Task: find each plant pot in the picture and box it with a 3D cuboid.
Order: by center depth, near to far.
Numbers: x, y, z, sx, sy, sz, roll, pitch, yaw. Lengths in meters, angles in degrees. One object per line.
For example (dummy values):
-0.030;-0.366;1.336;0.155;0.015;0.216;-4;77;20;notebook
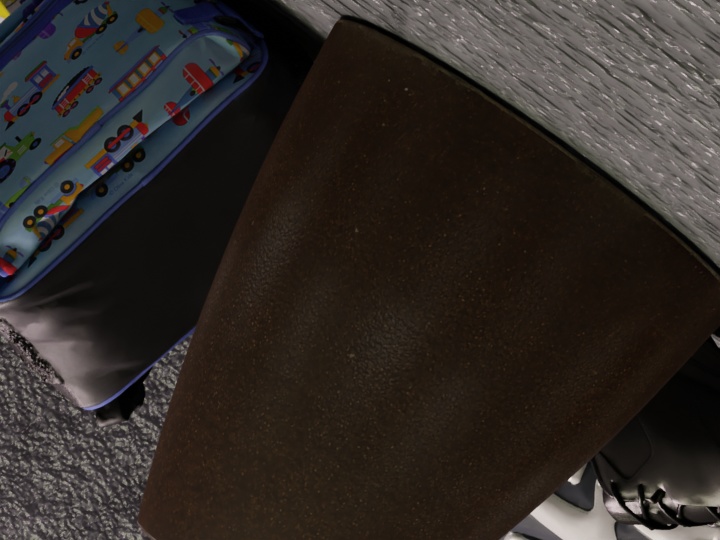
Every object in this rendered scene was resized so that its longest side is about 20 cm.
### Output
0.009;0.040;1.061;0.187;0.200;0.187;36;178;2;plant pot

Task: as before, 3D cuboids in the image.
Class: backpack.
-0.114;-0.061;1.239;0.135;0.183;0.200;48;-178;-38;backpack

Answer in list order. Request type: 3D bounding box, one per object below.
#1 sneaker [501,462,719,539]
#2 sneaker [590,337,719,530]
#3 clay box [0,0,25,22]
0.103;0.077;1.307;0.199;0.080;0.130;-8;135;29;sneaker
0.149;0.078;1.161;0.200;0.091;0.076;31;173;43;sneaker
-0.188;-0.119;1.431;0.200;0.048;0.115;53;143;12;clay box
